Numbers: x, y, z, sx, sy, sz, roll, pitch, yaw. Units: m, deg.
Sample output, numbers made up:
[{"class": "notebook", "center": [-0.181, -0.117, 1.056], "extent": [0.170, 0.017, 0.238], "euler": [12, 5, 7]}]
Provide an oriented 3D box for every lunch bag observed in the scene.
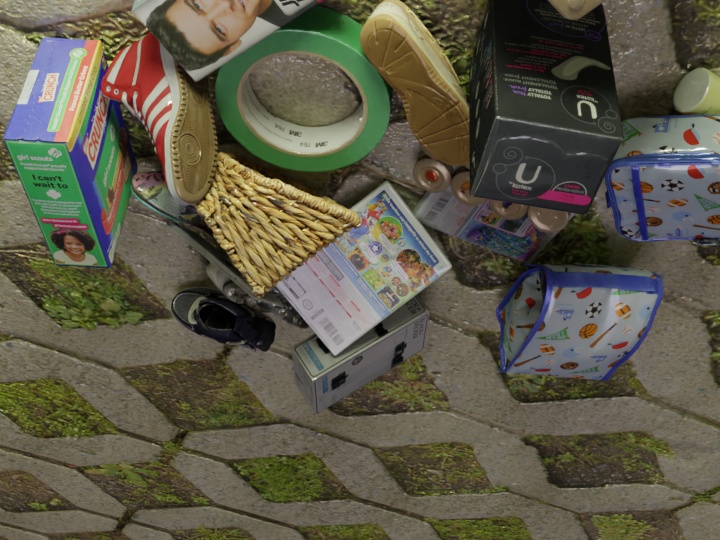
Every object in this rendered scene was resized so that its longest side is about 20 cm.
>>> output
[{"class": "lunch bag", "center": [0.354, -0.096, 0.971], "extent": [0.157, 0.077, 0.200], "euler": [0, 155, 22]}, {"class": "lunch bag", "center": [0.290, 0.055, 1.152], "extent": [0.167, 0.126, 0.201], "euler": [3, 151, -9]}]

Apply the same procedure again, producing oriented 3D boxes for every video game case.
[{"class": "video game case", "center": [0.185, -0.100, 1.066], "extent": [0.179, 0.024, 0.201], "euler": [18, 139, -15]}, {"class": "video game case", "center": [0.000, 0.000, 1.114], "extent": [0.199, 0.018, 0.144], "euler": [-37, 106, 11]}]

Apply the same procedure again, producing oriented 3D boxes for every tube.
[{"class": "tube", "center": [0.432, -0.157, 0.943], "extent": [0.197, 0.058, 0.053], "euler": [22, 100, -25]}]

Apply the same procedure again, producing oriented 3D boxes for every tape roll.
[{"class": "tape roll", "center": [-0.062, -0.199, 0.960], "extent": [0.196, 0.049, 0.202], "euler": [3, 141, 3]}]

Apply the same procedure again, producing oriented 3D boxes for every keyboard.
[{"class": "keyboard", "center": [-0.171, -0.009, 1.066], "extent": [0.011, 0.199, 0.056], "euler": [-56, 143, 2]}]

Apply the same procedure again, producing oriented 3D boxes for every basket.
[{"class": "basket", "center": [-0.111, -0.084, 0.998], "extent": [0.148, 0.200, 0.144], "euler": [-36, 109, -4]}]

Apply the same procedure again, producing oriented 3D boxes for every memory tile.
[{"class": "memory tile", "center": [0.159, -0.127, 0.988], "extent": [0.197, 0.017, 0.155], "euler": [19, 136, 10]}]

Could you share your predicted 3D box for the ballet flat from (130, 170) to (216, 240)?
[{"class": "ballet flat", "center": [-0.200, -0.085, 1.109], "extent": [0.071, 0.070, 0.199], "euler": [-37, 131, 24]}]

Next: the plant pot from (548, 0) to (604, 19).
[{"class": "plant pot", "center": [0.174, -0.326, 0.668], "extent": [0.199, 0.179, 0.198], "euler": [34, 134, -29]}]

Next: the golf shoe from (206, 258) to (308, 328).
[{"class": "golf shoe", "center": [-0.133, 0.023, 1.234], "extent": [0.096, 0.079, 0.199], "euler": [19, 174, 46]}]

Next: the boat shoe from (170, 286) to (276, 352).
[{"class": "boat shoe", "center": [-0.218, 0.057, 1.220], "extent": [0.197, 0.076, 0.092], "euler": [13, 169, 33]}]

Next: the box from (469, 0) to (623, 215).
[{"class": "box", "center": [0.174, -0.169, 0.840], "extent": [0.120, 0.203, 0.107], "euler": [9, 141, -3]}]

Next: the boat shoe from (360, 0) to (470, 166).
[{"class": "boat shoe", "center": [0.074, -0.202, 0.912], "extent": [0.073, 0.070, 0.201], "euler": [-13, 130, 32]}]

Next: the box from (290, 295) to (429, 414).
[{"class": "box", "center": [0.001, 0.111, 1.225], "extent": [0.198, 0.060, 0.117], "euler": [-29, 151, -19]}]

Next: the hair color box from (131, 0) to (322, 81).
[{"class": "hair color box", "center": [-0.115, -0.282, 0.837], "extent": [0.198, 0.061, 0.099], "euler": [-25, 132, 23]}]

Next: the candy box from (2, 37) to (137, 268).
[{"class": "candy box", "center": [-0.323, -0.132, 0.979], "extent": [0.075, 0.171, 0.202], "euler": [0, 141, 2]}]

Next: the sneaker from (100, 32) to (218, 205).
[{"class": "sneaker", "center": [-0.220, -0.161, 0.928], "extent": [0.111, 0.204, 0.071], "euler": [-11, 167, 29]}]
